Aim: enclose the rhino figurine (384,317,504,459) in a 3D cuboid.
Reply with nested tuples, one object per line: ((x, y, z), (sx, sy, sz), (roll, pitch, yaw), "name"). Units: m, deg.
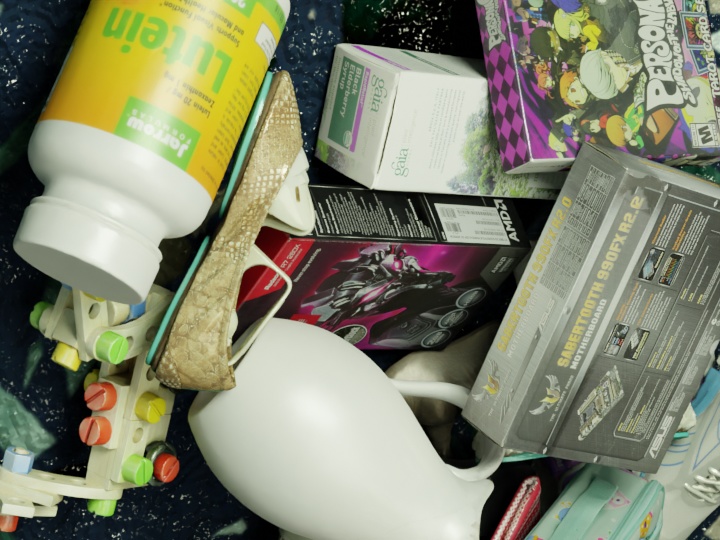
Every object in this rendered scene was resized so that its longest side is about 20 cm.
((0.053, 0.091, 1.441), (0.198, 0.060, 0.088), (-19, 125, -24), "rhino figurine")

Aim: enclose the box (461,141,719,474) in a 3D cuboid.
((0.172, 0.029, 1.331), (0.157, 0.048, 0.202), (12, 106, -39), "box")

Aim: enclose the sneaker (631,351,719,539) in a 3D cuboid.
((0.274, 0.132, 1.498), (0.075, 0.087, 0.201), (26, 102, -31), "sneaker")

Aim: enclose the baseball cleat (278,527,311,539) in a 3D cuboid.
((-0.051, 0.208, 1.407), (0.200, 0.070, 0.107), (-46, 145, -7), "baseball cleat")

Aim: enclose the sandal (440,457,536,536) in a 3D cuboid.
((0.068, 0.168, 1.414), (0.199, 0.043, 0.077), (-10, 122, -50), "sandal")

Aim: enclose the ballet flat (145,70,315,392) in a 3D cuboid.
((-0.064, -0.019, 1.213), (0.065, 0.071, 0.202), (22, 98, -3), "ballet flat")

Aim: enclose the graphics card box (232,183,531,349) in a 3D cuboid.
((0.000, 0.000, 1.334), (0.198, 0.051, 0.126), (1, 143, -36), "graphics card box")

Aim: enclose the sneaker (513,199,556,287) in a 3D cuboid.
((0.187, 0.024, 1.463), (0.200, 0.080, 0.147), (44, 65, -30), "sneaker")

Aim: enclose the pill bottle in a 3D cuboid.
((-0.125, -0.088, 1.166), (0.111, 0.110, 0.202), (34, 71, -39), "pill bottle")

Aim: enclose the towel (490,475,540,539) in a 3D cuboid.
((0.101, 0.243, 1.488), (0.145, 0.022, 0.200), (-60, 163, -19), "towel")

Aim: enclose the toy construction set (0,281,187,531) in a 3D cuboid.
((-0.169, 0.082, 1.266), (0.131, 0.092, 0.201), (1, 120, -56), "toy construction set")

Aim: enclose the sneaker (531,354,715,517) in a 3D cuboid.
((0.196, 0.125, 1.547), (0.113, 0.073, 0.202), (9, 106, -33), "sneaker")

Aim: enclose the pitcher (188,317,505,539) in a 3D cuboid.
((0.000, 0.106, 1.304), (0.199, 0.121, 0.172), (38, 45, -10), "pitcher")

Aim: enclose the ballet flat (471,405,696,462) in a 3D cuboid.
((0.156, 0.097, 1.445), (0.198, 0.072, 0.072), (-3, 114, -36), "ballet flat")

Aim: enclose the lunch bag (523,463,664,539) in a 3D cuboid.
((0.148, 0.236, 1.447), (0.200, 0.077, 0.162), (-45, 153, -47), "lunch bag")

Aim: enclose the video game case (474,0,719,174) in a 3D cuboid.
((0.156, -0.167, 1.337), (0.180, 0.036, 0.202), (-3, 81, -34), "video game case")

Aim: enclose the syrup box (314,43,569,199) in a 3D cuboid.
((0.075, -0.098, 1.352), (0.198, 0.081, 0.080), (2, 108, -34), "syrup box")
